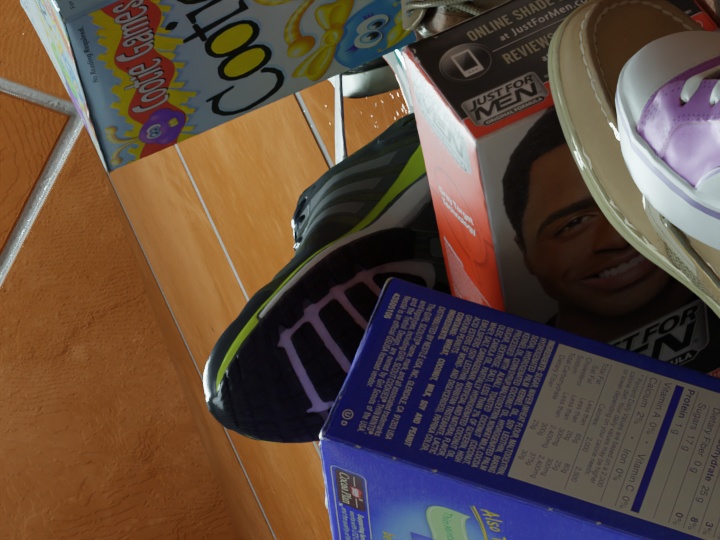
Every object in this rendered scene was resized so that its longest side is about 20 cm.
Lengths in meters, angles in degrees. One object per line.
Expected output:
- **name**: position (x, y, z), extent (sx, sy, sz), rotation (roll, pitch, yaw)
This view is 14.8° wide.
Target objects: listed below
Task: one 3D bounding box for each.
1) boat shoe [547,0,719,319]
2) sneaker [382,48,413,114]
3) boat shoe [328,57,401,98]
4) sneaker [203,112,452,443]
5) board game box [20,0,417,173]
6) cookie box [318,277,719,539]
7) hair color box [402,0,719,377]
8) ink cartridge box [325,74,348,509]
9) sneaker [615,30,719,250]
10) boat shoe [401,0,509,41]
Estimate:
- **boat shoe**: position (0.133, -0.019, 0.898), extent (0.200, 0.071, 0.065), rotation (55, 161, 18)
- **sneaker**: position (0.046, -0.104, 1.211), extent (0.093, 0.070, 0.200), rotation (-22, 90, 63)
- **boat shoe**: position (-0.011, -0.130, 1.418), extent (0.201, 0.072, 0.061), rotation (20, 129, 68)
- **sneaker**: position (0.000, 0.000, 1.120), extent (0.081, 0.200, 0.074), rotation (-3, 122, 47)
- **board game box**: position (-0.037, -0.142, 1.116), extent (0.103, 0.200, 0.105), rotation (81, 163, -57)
- **cookie box**: position (0.094, 0.097, 1.014), extent (0.200, 0.075, 0.171), rotation (17, 153, 12)
- **hair color box**: position (0.085, -0.016, 1.046), extent (0.061, 0.101, 0.200), rotation (57, 167, 41)
- **ink cartridge box**: position (0.006, 0.016, 1.350), extent (0.198, 0.047, 0.200), rotation (96, 177, -83)
- **sneaker**: position (0.138, -0.053, 0.788), extent (0.200, 0.073, 0.114), rotation (38, 148, 50)
- **boat shoe**: position (0.049, -0.113, 1.032), extent (0.076, 0.072, 0.200), rotation (9, 147, 24)
